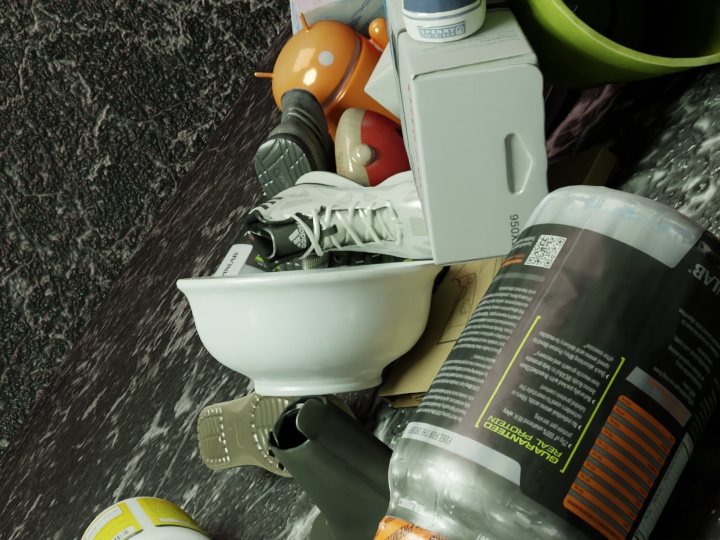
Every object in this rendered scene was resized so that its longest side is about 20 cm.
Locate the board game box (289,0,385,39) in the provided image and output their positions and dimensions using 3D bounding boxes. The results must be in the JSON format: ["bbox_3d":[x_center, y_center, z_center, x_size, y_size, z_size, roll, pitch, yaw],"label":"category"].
[{"bbox_3d":[0.024,-0.278,1.326,0.199,0.043,0.200,-21,-18,-8],"label":"board game box"}]

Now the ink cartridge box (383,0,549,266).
[{"bbox_3d":[0.071,-0.117,0.846,0.084,0.145,0.200,-10,31,1],"label":"ink cartridge box"}]

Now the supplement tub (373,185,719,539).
[{"bbox_3d":[0.095,0.070,0.569,0.200,0.122,0.122,-57,16,-15],"label":"supplement tub"}]

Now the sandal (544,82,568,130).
[{"bbox_3d":[0.114,-0.122,1.067,0.200,0.043,0.076,-37,23,46],"label":"sandal"}]

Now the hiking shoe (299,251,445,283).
[{"bbox_3d":[0.000,0.000,1.033,0.200,0.101,0.076,-52,16,7],"label":"hiking shoe"}]

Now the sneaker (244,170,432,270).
[{"bbox_3d":[-0.008,-0.027,0.938,0.200,0.076,0.115,6,27,40],"label":"sneaker"}]

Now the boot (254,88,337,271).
[{"bbox_3d":[-0.040,-0.064,1.140,0.070,0.200,0.132,-4,28,11],"label":"boot"}]

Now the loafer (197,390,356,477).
[{"bbox_3d":[-0.062,0.129,0.991,0.200,0.068,0.076,-8,88,51],"label":"loafer"}]

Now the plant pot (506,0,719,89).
[{"bbox_3d":[0.180,-0.215,0.845,0.200,0.200,0.193,-57,4,-10],"label":"plant pot"}]

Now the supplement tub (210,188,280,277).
[{"bbox_3d":[-0.070,-0.017,1.233,0.123,0.122,0.200,-25,34,60],"label":"supplement tub"}]

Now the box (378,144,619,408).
[{"bbox_3d":[0.097,0.010,0.877,0.200,0.021,0.163,-61,16,-19],"label":"box"}]

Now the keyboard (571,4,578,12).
[{"bbox_3d":[0.185,-0.237,1.037,0.200,0.040,0.104,-40,18,5],"label":"keyboard"}]

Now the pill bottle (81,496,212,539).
[{"bbox_3d":[-0.174,0.250,0.988,0.112,0.112,0.200,-57,15,-10],"label":"pill bottle"}]

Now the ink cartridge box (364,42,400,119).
[{"bbox_3d":[0.098,-0.225,1.199,0.067,0.116,0.200,-33,25,51],"label":"ink cartridge box"}]

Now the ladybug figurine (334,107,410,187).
[{"bbox_3d":[0.019,-0.083,1.121,0.200,0.072,0.136,61,-157,-82],"label":"ladybug figurine"}]

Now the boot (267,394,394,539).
[{"bbox_3d":[-0.015,0.128,0.735,0.200,0.138,0.078,-32,27,56],"label":"boot"}]

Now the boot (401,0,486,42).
[{"bbox_3d":[0.056,-0.234,0.813,0.073,0.090,0.200,-7,32,5],"label":"boot"}]

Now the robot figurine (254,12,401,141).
[{"bbox_3d":[-0.009,-0.180,1.248,0.144,0.200,0.117,-20,46,51],"label":"robot figurine"}]

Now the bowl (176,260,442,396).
[{"bbox_3d":[-0.035,0.043,0.897,0.201,0.201,0.090,179,87,-71],"label":"bowl"}]
